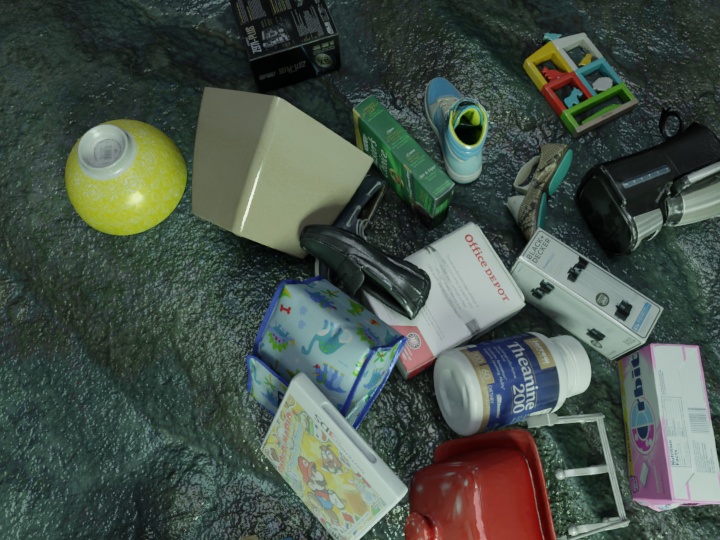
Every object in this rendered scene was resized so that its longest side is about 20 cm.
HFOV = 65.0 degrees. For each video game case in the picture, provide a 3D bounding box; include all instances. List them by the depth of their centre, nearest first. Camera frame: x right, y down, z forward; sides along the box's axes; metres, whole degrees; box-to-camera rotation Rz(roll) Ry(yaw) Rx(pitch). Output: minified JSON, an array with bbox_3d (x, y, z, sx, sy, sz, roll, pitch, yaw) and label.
[{"bbox_3d":[-0.045,0.247,0.711,0.182,0.201,0.023,44,48,16],"label":"video game case"}]

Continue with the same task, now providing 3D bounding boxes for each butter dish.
[{"bbox_3d":[0.117,0.301,0.664,0.145,0.199,0.204,6,66,-31],"label":"butter dish"}]

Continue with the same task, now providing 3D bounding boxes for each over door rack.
[{"bbox_3d":[0.267,0.257,0.715,0.066,0.198,0.151,-22,66,37],"label":"over door rack"}]

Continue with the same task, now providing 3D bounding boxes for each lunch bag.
[{"bbox_3d":[-0.061,0.136,0.768,0.169,0.127,0.203,35,110,24],"label":"lunch bag"}]

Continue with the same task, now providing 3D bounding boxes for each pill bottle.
[{"bbox_3d":[0.208,0.147,0.767,0.196,0.111,0.113,-9,69,-20],"label":"pill bottle"}]

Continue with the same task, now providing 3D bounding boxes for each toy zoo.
[{"bbox_3d":[0.380,-0.342,1.001,0.129,0.021,0.202,-26,71,-8],"label":"toy zoo"}]

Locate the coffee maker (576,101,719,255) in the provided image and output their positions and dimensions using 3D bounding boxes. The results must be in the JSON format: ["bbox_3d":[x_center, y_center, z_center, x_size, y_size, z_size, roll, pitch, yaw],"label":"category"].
[{"bbox_3d":[0.447,-0.139,0.883,0.196,0.136,0.194,-19,47,-7],"label":"coffee maker"}]

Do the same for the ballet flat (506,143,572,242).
[{"bbox_3d":[0.279,-0.124,0.909,0.074,0.068,0.202,13,64,29],"label":"ballet flat"}]

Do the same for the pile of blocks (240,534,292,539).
[{"bbox_3d":[-0.068,0.402,0.725,0.196,0.082,0.063,19,101,13],"label":"pile of blocks"}]

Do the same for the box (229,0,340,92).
[{"bbox_3d":[-0.140,-0.446,1.016,0.161,0.086,0.203,-19,70,-6],"label":"box"}]

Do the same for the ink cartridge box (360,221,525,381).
[{"bbox_3d":[0.117,0.046,0.833,0.197,0.083,0.149,-28,72,-8],"label":"ink cartridge box"}]

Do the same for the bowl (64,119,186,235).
[{"bbox_3d":[-0.393,-0.170,0.910,0.195,0.108,0.205,0,70,1],"label":"bowl"}]

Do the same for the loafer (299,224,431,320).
[{"bbox_3d":[0.000,0.000,0.771,0.198,0.068,0.071,26,66,7],"label":"loafer"}]

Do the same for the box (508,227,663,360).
[{"bbox_3d":[0.310,0.035,0.815,0.198,0.117,0.060,35,74,14],"label":"box"}]

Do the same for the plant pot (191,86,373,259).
[{"bbox_3d":[-0.135,-0.132,0.826,0.198,0.198,0.180,22,90,43],"label":"plant pot"}]

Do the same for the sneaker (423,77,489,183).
[{"bbox_3d":[0.158,-0.259,0.918,0.078,0.131,0.204,-16,70,-3],"label":"sneaker"}]

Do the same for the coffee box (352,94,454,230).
[{"bbox_3d":[0.065,-0.167,0.893,0.044,0.123,0.201,-37,75,-9],"label":"coffee box"}]

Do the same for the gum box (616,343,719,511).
[{"bbox_3d":[0.405,0.211,0.750,0.064,0.114,0.204,2,69,2],"label":"gum box"}]

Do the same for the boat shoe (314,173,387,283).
[{"bbox_3d":[-0.012,-0.064,0.884,0.061,0.075,0.203,14,61,18],"label":"boat shoe"}]
